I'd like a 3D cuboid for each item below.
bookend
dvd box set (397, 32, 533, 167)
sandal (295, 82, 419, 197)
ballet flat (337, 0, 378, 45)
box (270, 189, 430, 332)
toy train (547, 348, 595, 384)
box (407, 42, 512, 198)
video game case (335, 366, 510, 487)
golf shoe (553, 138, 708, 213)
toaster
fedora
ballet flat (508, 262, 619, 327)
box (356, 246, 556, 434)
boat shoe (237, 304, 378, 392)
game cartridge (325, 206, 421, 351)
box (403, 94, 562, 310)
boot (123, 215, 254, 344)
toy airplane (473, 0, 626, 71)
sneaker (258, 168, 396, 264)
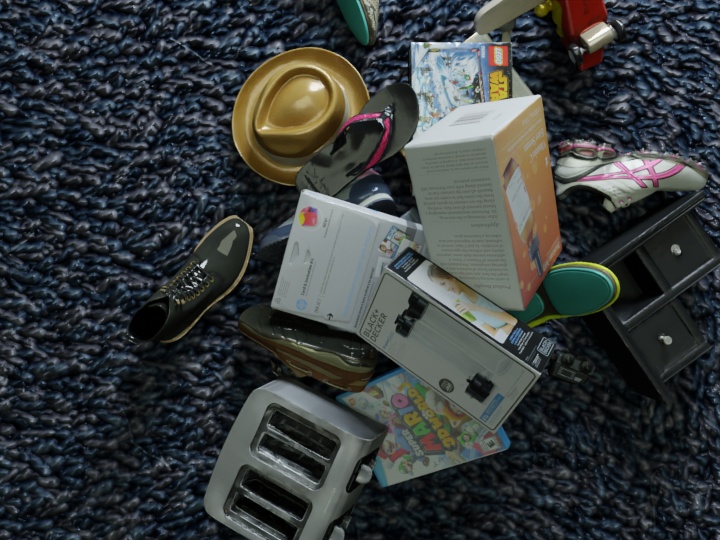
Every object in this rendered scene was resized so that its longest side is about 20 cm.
[{"bbox_3d":[0.412,0.035,0.788,0.198,0.092,0.201,-34,91,-2],"label":"bookend"},{"bbox_3d":[0.135,-0.218,0.818,0.200,0.029,0.147,-39,90,-2],"label":"dvd box set"},{"bbox_3d":[-0.001,-0.160,0.745,0.200,0.045,0.075,-42,88,3],"label":"sandal"},{"bbox_3d":[-0.020,-0.409,0.807,0.075,0.068,0.200,-37,88,-17],"label":"ballet flat"},{"bbox_3d":[0.000,0.000,0.753,0.199,0.041,0.157,16,103,-4],"label":"box"},{"bbox_3d":[0.228,0.114,0.815,0.199,0.034,0.046,21,99,0],"label":"toy train"},{"bbox_3d":[0.133,-0.199,0.782,0.136,0.040,0.202,-1,91,-2],"label":"box"},{"bbox_3d":[0.076,0.196,0.768,0.199,0.018,0.144,-29,90,30],"label":"video game case"},{"bbox_3d":[0.367,-0.123,0.805,0.199,0.073,0.093,9,95,9],"label":"golf shoe"},{"bbox_3d":[-0.085,0.246,0.750,0.199,0.119,0.182,25,90,12],"label":"toaster"},{"bbox_3d":[-0.084,-0.213,0.783,0.199,0.082,0.202,0,89,4],"label":"fedora"},{"bbox_3d":[0.247,0.028,0.735,0.067,0.200,0.067,-23,85,-35],"label":"ballet flat"},{"bbox_3d":[0.102,0.078,0.665,0.200,0.060,0.117,36,132,14],"label":"box"},{"bbox_3d":[-0.076,0.110,0.782,0.199,0.076,0.074,20,118,16],"label":"boat shoe"},{"bbox_3d":[0.038,0.025,0.812,0.200,0.040,0.134,-40,94,-1],"label":"game cartridge"},{"bbox_3d":[0.150,-0.079,0.677,0.106,0.152,0.201,1,120,36],"label":"box"},{"bbox_3d":[-0.214,0.015,0.755,0.077,0.138,0.201,32,88,-1],"label":"boot"},{"bbox_3d":[0.268,-0.386,0.770,0.199,0.141,0.200,11,121,-15],"label":"toy airplane"},{"bbox_3d":[-0.053,-0.076,0.806,0.199,0.070,0.082,-22,60,4],"label":"sneaker"}]
